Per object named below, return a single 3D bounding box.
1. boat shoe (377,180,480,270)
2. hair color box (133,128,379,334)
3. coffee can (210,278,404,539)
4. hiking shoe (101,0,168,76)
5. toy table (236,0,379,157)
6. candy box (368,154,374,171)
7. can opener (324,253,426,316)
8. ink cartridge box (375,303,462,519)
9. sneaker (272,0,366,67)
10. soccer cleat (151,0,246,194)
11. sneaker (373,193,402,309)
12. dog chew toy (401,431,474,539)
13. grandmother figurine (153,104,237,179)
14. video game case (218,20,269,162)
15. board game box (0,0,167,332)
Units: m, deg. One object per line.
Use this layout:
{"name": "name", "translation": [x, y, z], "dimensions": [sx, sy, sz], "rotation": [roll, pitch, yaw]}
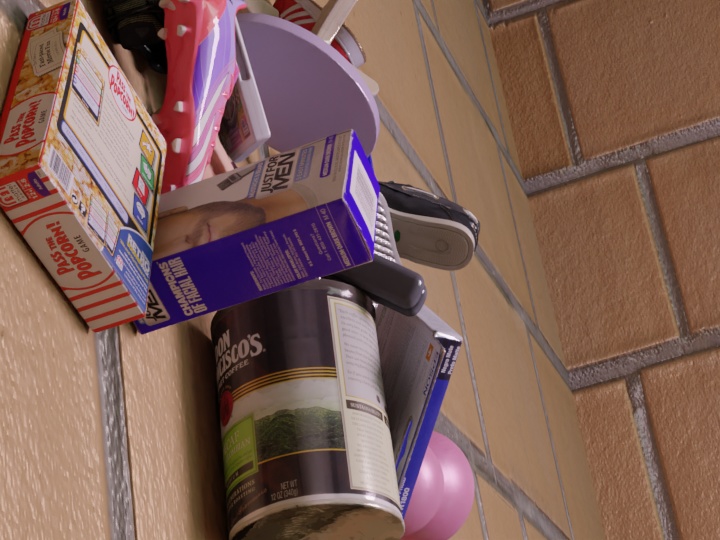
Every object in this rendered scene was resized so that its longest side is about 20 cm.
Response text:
{"name": "boat shoe", "translation": [0.027, -0.060, 1.538], "dimensions": [0.068, 0.197, 0.072], "rotation": [-64, 171, -52]}
{"name": "hair color box", "translation": [-0.088, -0.031, 1.157], "dimensions": [0.110, 0.198, 0.065], "rotation": [-84, 151, -57]}
{"name": "coffee can", "translation": [-0.046, 0.130, 1.244], "dimensions": [0.147, 0.145, 0.202], "rotation": [51, 26, -56]}
{"name": "hiking shoe", "translation": [-0.188, -0.242, 1.266], "dimensions": [0.200, 0.075, 0.102], "rotation": [56, 19, -53]}
{"name": "toy table", "translation": [-0.063, -0.206, 1.538], "dimensions": [0.200, 0.183, 0.118], "rotation": [45, 31, -21]}
{"name": "candy box", "translation": [-0.006, -0.021, 1.638], "dimensions": [0.169, 0.076, 0.203], "rotation": [82, -1, -68]}
{"name": "can opener", "translation": [-0.029, -0.026, 1.290], "dimensions": [0.067, 0.198, 0.053], "rotation": [-58, 164, -8]}
{"name": "ink cartridge box", "translation": [0.033, 0.136, 1.333], "dimensions": [0.200, 0.040, 0.202], "rotation": [-132, -122, -70]}
{"name": "sneaker", "translation": [-0.084, -0.256, 1.734], "dimensions": [0.200, 0.112, 0.072], "rotation": [42, -15, 54]}
{"name": "soccer cleat", "translation": [-0.135, -0.140, 1.252], "dimensions": [0.076, 0.066, 0.203], "rotation": [6, 87, -40]}
{"name": "sneaker", "translation": [0.000, 0.000, 1.491], "dimensions": [0.079, 0.078, 0.203], "rotation": [32, -45, 54]}
{"name": "dog chew toy", "translation": [0.038, 0.220, 1.536], "dimensions": [0.200, 0.123, 0.126], "rotation": [26, 48, -61]}
{"name": "grandmother figurine", "translation": [-0.121, -0.066, 1.367], "dimensions": [0.200, 0.060, 0.123], "rotation": [53, 33, -48]}
{"name": "video game case", "translation": [-0.133, -0.208, 1.391], "dimensions": [0.143, 0.018, 0.203], "rotation": [162, -89, -75]}
{"name": "board game box", "translation": [-0.201, -0.080, 1.093], "dimensions": [0.201, 0.046, 0.152], "rotation": [-90, 158, -48]}
